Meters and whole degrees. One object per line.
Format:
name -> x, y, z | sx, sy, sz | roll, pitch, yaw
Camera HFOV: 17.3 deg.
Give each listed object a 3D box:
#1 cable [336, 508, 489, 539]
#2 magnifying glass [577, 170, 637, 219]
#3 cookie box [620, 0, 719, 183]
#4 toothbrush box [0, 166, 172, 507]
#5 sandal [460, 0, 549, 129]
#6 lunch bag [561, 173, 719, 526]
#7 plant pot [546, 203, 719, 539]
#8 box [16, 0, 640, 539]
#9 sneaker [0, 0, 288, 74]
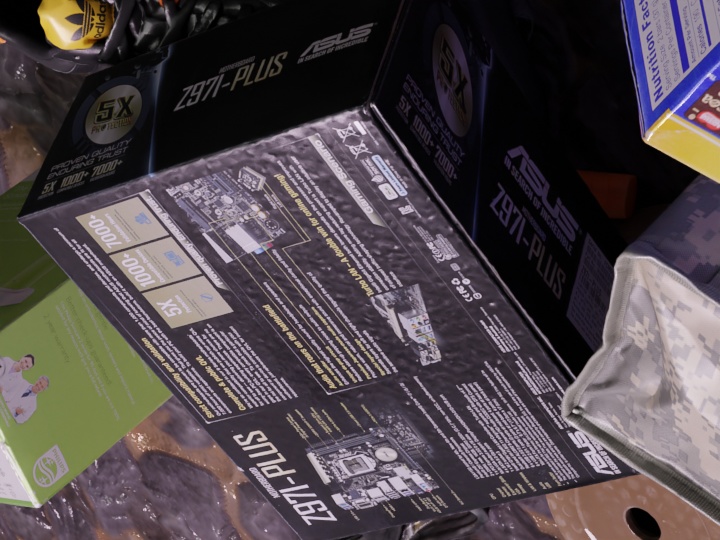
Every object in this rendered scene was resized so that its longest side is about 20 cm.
cable -> 0.021, 0.123, 1.220 | 0.097, 0.050, 0.200 | 20, 150, 10
magnifying glass -> 0.017, -0.042, 1.011 | 0.200, 0.080, 0.022 | 8, 97, 17
cookie box -> 0.203, -0.086, 0.687 | 0.171, 0.075, 0.200 | 26, 129, -21
toothbrush box -> -0.146, 0.019, 1.146 | 0.145, 0.200, 0.086 | 0, 123, 45
sandal -> 0.042, -0.106, 0.942 | 0.076, 0.043, 0.200 | 28, 160, 23
lunch bag -> 0.200, 0.034, 0.829 | 0.200, 0.164, 0.118 | 36, 143, 17
plant pot -> 0.143, 0.081, 0.992 | 0.201, 0.093, 0.201 | 27, 139, 26
box -> 0.000, 0.000, 0.906 | 0.164, 0.086, 0.200 | -17, 127, 33
sneaker -> -0.081, -0.094, 0.940 | 0.200, 0.090, 0.070 | 19, 106, 31
